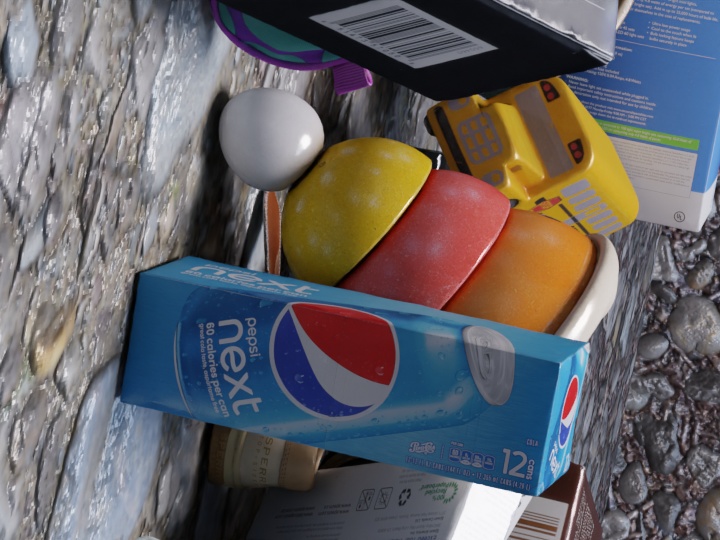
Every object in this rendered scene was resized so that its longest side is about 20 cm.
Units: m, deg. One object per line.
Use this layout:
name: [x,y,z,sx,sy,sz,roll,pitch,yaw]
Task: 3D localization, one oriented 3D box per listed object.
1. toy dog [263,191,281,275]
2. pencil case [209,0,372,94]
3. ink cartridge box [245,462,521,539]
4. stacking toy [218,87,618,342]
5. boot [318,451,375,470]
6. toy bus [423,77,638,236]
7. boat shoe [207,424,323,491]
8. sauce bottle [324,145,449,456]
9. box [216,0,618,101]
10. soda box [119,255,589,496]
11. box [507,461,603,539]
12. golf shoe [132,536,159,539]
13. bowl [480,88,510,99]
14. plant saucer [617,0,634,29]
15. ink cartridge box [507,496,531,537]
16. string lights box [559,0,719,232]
toy dog: [0.000,0.000,1.367,0.096,0.132,0.200,-59,-174,24]
pencil case: [-0.004,-0.188,1.207,0.092,0.085,0.200,43,53,-35]
ink cartridge box: [-0.018,0.191,1.311,0.196,0.043,0.200,-12,-130,55]
stacking toy: [0.013,-0.016,1.244,0.146,0.200,0.146,-45,-169,12]
boot: [-0.022,0.197,1.459,0.200,0.077,0.138,109,6,-48]
toy bus: [0.098,-0.057,1.439,0.065,0.078,0.200,68,10,14]
boat shoe: [-0.024,0.066,1.418,0.200,0.064,0.071,-58,157,-57]
sauce bottle: [0.023,0.023,1.587,0.065,0.065,0.200,-6,107,-77]
box: [0.031,-0.194,1.104,0.148,0.107,0.200,20,69,-43]
soda box: [-0.002,0.046,1.172,0.068,0.200,0.064,-21,121,-73]
box: [0.058,0.208,1.691,0.200,0.164,0.166,66,37,-70]
golf shoe: [-0.081,0.165,1.244,0.200,0.077,0.088,-48,140,-69]
bowl: [0.084,-0.192,1.558,0.201,0.105,0.201,12,90,-77]
plant saucer: [0.073,-0.200,1.408,0.029,0.200,0.200,-1,-107,60]
ink cartridge box: [0.052,0.164,1.451,0.200,0.044,0.174,-59,153,3]
string lights box: [0.176,-0.134,1.544,0.059,0.103,0.200,-44,145,-68]
